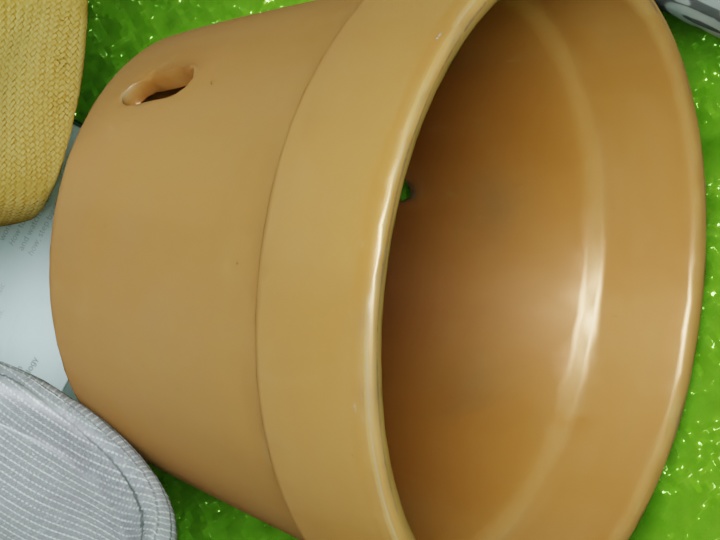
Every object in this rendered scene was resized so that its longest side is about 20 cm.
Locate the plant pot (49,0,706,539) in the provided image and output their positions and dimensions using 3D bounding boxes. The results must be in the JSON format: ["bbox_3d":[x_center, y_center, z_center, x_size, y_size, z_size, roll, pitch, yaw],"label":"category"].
[{"bbox_3d":[0.000,0.000,0.767,0.140,0.200,0.201,6,82,32],"label":"plant pot"}]

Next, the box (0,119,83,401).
[{"bbox_3d":[-0.173,-0.010,0.887,0.200,0.036,0.145,27,89,16],"label":"box"}]

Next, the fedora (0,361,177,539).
[{"bbox_3d":[-0.130,0.084,0.748,0.200,0.177,0.090,29,128,23],"label":"fedora"}]

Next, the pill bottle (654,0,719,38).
[{"bbox_3d":[0.111,-0.136,0.790,0.200,0.113,0.113,28,89,18],"label":"pill bottle"}]

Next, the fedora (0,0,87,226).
[{"bbox_3d":[-0.132,-0.075,0.763,0.082,0.201,0.201,3,80,-22],"label":"fedora"}]
